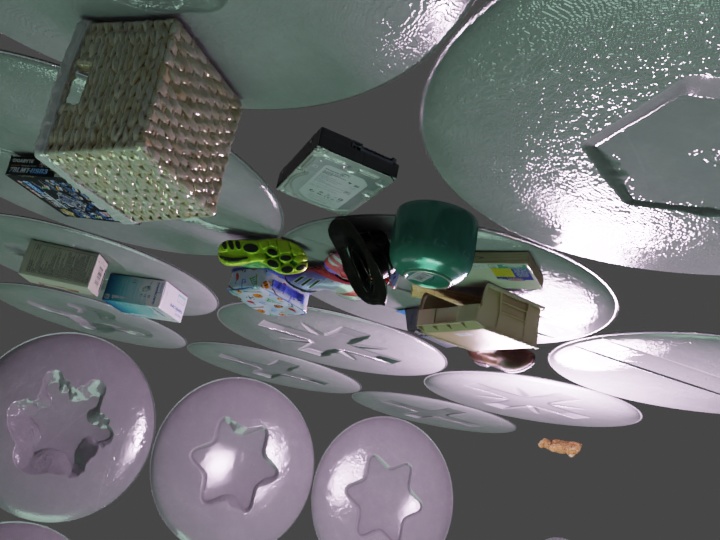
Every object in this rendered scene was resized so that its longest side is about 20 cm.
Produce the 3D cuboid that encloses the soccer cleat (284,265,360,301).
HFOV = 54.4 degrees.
[{"bbox_3d":[-0.080,0.013,1.590,0.195,0.069,0.074,12,138,13],"label":"soccer cleat"}]

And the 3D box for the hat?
[{"bbox_3d":[0.020,-0.030,1.338,0.202,0.080,0.202,51,160,26],"label":"hat"}]

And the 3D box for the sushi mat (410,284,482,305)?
[{"bbox_3d":[0.211,0.060,1.598,0.195,0.012,0.096,11,159,4],"label":"sushi mat"}]

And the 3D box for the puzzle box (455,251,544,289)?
[{"bbox_3d":[0.251,0.000,1.381,0.196,0.026,0.133,2,158,28],"label":"puzzle box"}]

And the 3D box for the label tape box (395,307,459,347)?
[{"bbox_3d":[0.195,0.142,1.762,0.142,0.065,0.198,24,157,-30],"label":"label tape box"}]

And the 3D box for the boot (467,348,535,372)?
[{"bbox_3d":[0.353,0.196,1.859,0.185,0.070,0.200,9,155,35],"label":"boot"}]

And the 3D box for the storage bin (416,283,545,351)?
[{"bbox_3d":[0.254,0.104,1.511,0.196,0.096,0.198,21,162,-32],"label":"storage bin"}]

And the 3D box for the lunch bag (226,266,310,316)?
[{"bbox_3d":[-0.224,0.053,1.760,0.158,0.077,0.199,-9,151,41],"label":"lunch bag"}]

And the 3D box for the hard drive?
[{"bbox_3d":[-0.041,-0.150,1.120,0.137,0.039,0.199,19,159,-21],"label":"hard drive"}]

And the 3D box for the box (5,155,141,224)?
[{"bbox_3d":[-0.564,-0.159,1.406,0.194,0.051,0.200,7,161,16],"label":"box"}]

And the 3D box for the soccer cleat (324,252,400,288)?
[{"bbox_3d":[0.000,0.000,1.459,0.196,0.078,0.066,-1,158,34],"label":"soccer cleat"}]

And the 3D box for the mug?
[{"bbox_3d":[0.131,-0.031,1.229,0.149,0.117,0.185,2,159,27],"label":"mug"}]

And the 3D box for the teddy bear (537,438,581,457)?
[{"bbox_3d":[0.919,0.819,3.234,0.196,0.068,0.145,4,162,24],"label":"teddy bear"}]

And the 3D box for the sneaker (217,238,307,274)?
[{"bbox_3d":[-0.208,-0.038,1.522,0.195,0.076,0.084,8,-174,3],"label":"sneaker"}]

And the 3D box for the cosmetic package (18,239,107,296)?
[{"bbox_3d":[-0.811,-0.005,1.919,0.195,0.106,0.088,13,161,1],"label":"cosmetic package"}]

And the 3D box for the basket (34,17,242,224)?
[{"bbox_3d":[-0.276,-0.187,0.914,0.157,0.203,0.200,3,159,19],"label":"basket"}]

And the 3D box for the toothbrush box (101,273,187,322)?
[{"bbox_3d":[-0.641,0.084,2.091,0.195,0.087,0.147,7,160,17],"label":"toothbrush box"}]
